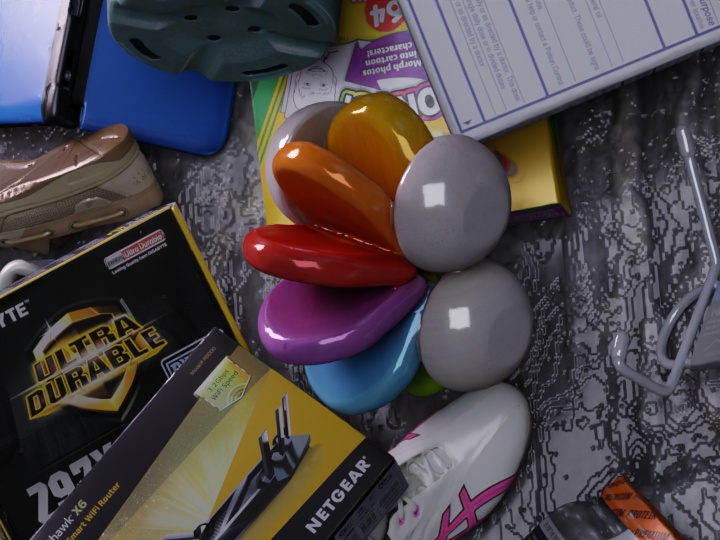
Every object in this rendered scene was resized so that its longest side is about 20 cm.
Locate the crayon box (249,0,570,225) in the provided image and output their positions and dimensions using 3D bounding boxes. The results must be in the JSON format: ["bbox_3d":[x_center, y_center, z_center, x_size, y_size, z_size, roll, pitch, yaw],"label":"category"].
[{"bbox_3d":[0.029,-0.107,1.439,0.199,0.058,0.174,-10,78,12],"label":"crayon box"}]

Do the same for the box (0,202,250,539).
[{"bbox_3d":[-0.176,0.072,1.397,0.199,0.049,0.160,-29,100,-19],"label":"box"}]

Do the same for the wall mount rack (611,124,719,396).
[{"bbox_3d":[0.232,-0.013,1.313,0.074,0.200,0.175,31,67,-22],"label":"wall mount rack"}]

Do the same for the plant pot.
[{"bbox_3d":[-0.087,-0.241,1.383,0.199,0.200,0.197,-4,68,13],"label":"plant pot"}]

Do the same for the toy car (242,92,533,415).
[{"bbox_3d":[0.000,0.000,1.303,0.150,0.201,0.175,-32,33,-33],"label":"toy car"}]

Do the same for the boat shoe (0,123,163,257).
[{"bbox_3d":[-0.229,-0.039,1.481,0.199,0.071,0.065,-16,120,30],"label":"boat shoe"}]

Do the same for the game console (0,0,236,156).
[{"bbox_3d":[-0.178,-0.188,1.525,0.170,0.118,0.201,2,79,45],"label":"game console"}]

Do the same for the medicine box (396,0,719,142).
[{"bbox_3d":[0.120,-0.196,1.333,0.199,0.103,0.183,-22,91,7],"label":"medicine box"}]

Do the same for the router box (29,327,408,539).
[{"bbox_3d":[-0.093,0.158,1.324,0.157,0.052,0.200,33,75,26],"label":"router box"}]

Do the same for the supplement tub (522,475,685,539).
[{"bbox_3d":[0.123,0.230,1.325,0.200,0.123,0.123,-44,74,4],"label":"supplement tub"}]

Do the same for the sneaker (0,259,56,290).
[{"bbox_3d":[-0.197,0.079,1.450,0.075,0.087,0.201,-31,76,5],"label":"sneaker"}]

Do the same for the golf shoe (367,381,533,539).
[{"bbox_3d":[0.035,0.151,1.377,0.073,0.092,0.200,43,91,17],"label":"golf shoe"}]
